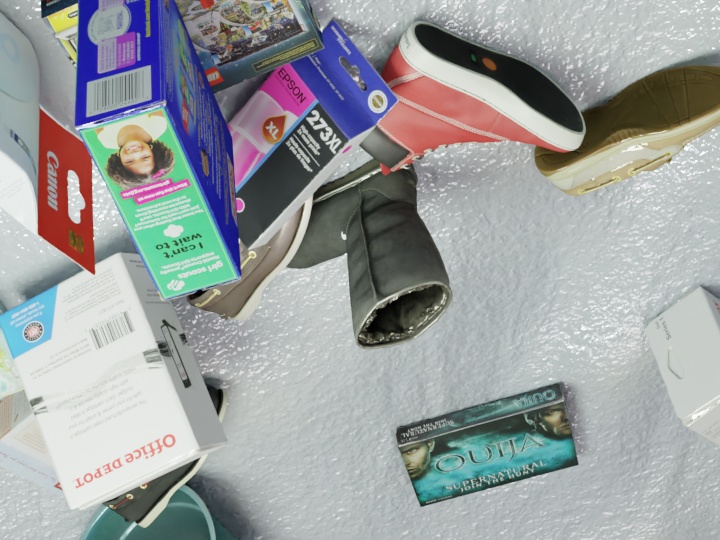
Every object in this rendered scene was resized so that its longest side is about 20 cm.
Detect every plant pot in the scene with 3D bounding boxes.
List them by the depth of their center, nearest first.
[{"bbox_3d":[-0.198,0.369,1.751,0.199,0.202,0.196,-27,143,16],"label":"plant pot"}]

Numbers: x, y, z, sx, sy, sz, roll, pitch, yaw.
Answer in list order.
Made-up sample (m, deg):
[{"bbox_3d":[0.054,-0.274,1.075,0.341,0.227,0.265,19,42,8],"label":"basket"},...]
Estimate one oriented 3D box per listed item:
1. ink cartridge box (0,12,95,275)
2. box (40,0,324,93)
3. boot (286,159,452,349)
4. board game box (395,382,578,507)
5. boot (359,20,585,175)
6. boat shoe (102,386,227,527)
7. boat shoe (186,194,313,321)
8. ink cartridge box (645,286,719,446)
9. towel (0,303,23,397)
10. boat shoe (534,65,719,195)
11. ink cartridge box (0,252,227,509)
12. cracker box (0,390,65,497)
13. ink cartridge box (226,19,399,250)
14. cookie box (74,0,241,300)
[{"bbox_3d":[-0.269,-0.112,1.241,0.047,0.161,0.200,-28,135,19],"label":"ink cartridge box"},{"bbox_3d":[-0.146,-0.207,1.260,0.198,0.038,0.137,-21,137,8],"label":"box"},{"bbox_3d":[-0.002,0.000,1.390,0.181,0.202,0.072,-37,132,24],"label":"boot"},{"bbox_3d":[0.149,0.206,1.768,0.197,0.028,0.136,-16,138,4],"label":"board game box"},{"bbox_3d":[0.093,-0.128,1.379,0.198,0.073,0.145,21,129,-20],"label":"boot"},{"bbox_3d":[-0.212,0.197,1.641,0.063,0.074,0.202,29,119,-22],"label":"boat shoe"},{"bbox_3d":[-0.105,-0.027,1.437,0.059,0.073,0.201,10,138,-25],"label":"boat shoe"},{"bbox_3d":[0.418,0.126,1.661,0.199,0.147,0.084,29,123,-36],"label":"ink cartridge box"},{"bbox_3d":[-0.426,0.071,1.480,0.169,0.049,0.201,-19,136,6],"label":"towel"},{"bbox_3d":[0.263,-0.128,1.420,0.198,0.075,0.066,-19,141,22],"label":"boat shoe"},{"bbox_3d":[-0.234,0.105,1.441,0.145,0.202,0.084,-25,172,14],"label":"ink cartridge box"},{"bbox_3d":[-0.284,0.150,1.587,0.199,0.058,0.133,-37,131,23],"label":"cracker box"},{"bbox_3d":[-0.062,-0.117,1.337,0.200,0.095,0.037,-44,169,28],"label":"ink cartridge box"},{"bbox_3d":[-0.158,-0.108,1.208,0.074,0.173,0.201,-14,137,6],"label":"cookie box"}]
